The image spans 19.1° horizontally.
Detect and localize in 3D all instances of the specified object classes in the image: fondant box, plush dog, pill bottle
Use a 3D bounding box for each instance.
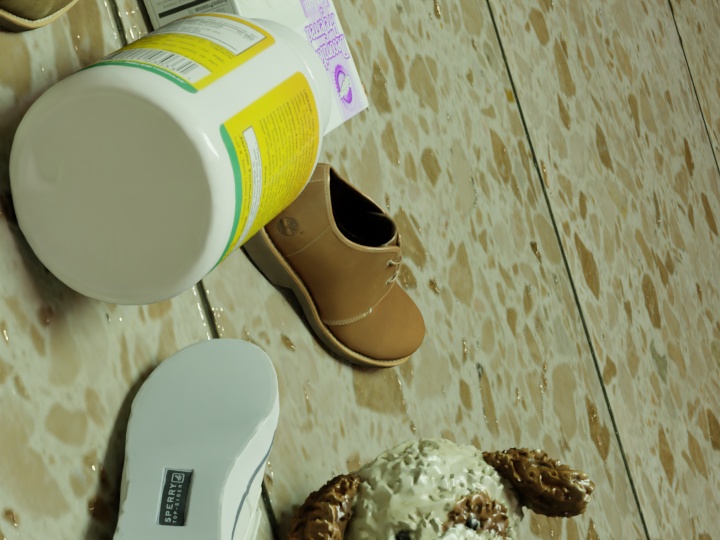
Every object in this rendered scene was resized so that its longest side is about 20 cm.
[{"bbox_3d":[-0.072,-0.166,1.229,0.201,0.058,0.144,71,22,-10],"label":"fondant box"},{"bbox_3d":[0.048,0.176,1.179,0.160,0.199,0.173,-154,-126,-75],"label":"plush dog"},{"bbox_3d":[-0.084,-0.065,1.061,0.113,0.112,0.200,69,23,-12],"label":"pill bottle"}]

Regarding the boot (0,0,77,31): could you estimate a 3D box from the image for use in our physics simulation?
[{"bbox_3d":[-0.152,-0.158,1.011,0.074,0.075,0.200,68,20,-3],"label":"boot"}]

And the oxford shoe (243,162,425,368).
[{"bbox_3d":[0.000,0.000,1.274,0.200,0.071,0.072,46,34,-52],"label":"oxford shoe"}]

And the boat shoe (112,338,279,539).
[{"bbox_3d":[-0.079,0.117,1.027,0.201,0.070,0.070,-83,176,-51],"label":"boat shoe"}]
